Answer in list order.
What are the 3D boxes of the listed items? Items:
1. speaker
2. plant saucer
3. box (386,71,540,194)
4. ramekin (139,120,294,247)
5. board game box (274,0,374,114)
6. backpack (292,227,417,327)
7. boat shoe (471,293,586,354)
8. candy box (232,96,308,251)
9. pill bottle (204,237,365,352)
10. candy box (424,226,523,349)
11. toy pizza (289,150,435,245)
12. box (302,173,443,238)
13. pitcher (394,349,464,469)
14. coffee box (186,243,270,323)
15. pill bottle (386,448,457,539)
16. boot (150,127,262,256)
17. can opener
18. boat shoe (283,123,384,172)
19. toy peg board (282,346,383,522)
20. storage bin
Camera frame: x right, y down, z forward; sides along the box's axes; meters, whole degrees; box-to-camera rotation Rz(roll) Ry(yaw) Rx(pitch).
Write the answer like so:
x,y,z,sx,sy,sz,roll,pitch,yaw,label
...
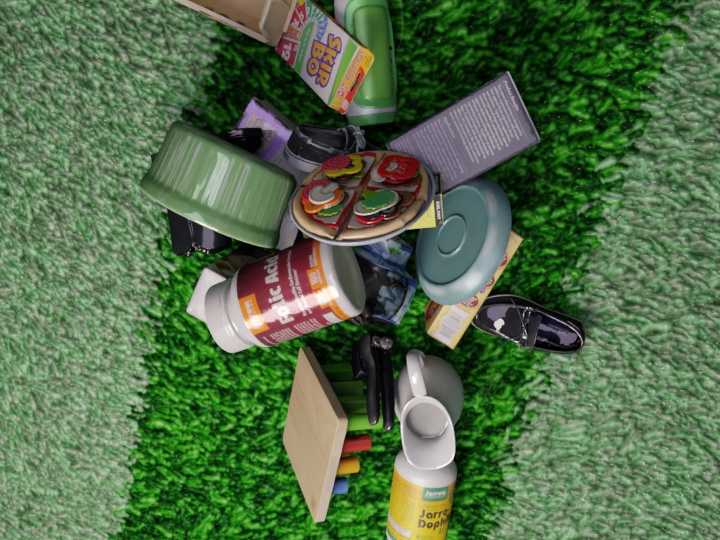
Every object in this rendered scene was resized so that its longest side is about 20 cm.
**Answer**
x,y,z,sx,sy,sz,roll,pitch,yaw,label
0.008,-0.329,0.976,0.086,0.089,0.206,-4,102,9,speaker
0.145,-0.049,0.969,0.027,0.201,0.203,19,109,-32,plant saucer
0.150,-0.195,0.952,0.196,0.149,0.109,-27,98,13,box
-0.183,-0.118,0.848,0.196,0.200,0.100,26,97,2,ramekin
-0.058,-0.326,0.951,0.201,0.030,0.097,50,119,32,board game box
0.000,0.000,0.986,0.180,0.199,0.150,25,88,27,backpack
0.275,0.090,1.042,0.194,0.062,0.077,15,106,6,boat shoe
-0.136,-0.149,1.043,0.199,0.072,0.169,39,105,-1,candy box
-0.101,0.033,0.846,0.196,0.114,0.117,-21,99,17,pill bottle
0.174,0.010,1.009,0.055,0.117,0.203,27,105,-4,candy box
0.000,-0.107,0.828,0.194,0.203,0.032,-4,132,9,toy pizza
0.017,-0.089,0.875,0.194,0.076,0.051,-4,121,10,box
0.104,0.190,1.017,0.118,0.200,0.177,-8,101,9,pitcher
-0.181,0.030,1.022,0.112,0.200,0.081,28,105,0,coffee box
0.108,0.376,1.102,0.109,0.113,0.206,8,103,6,pill bottle
-0.222,-0.118,0.986,0.195,0.076,0.173,-13,97,15,boot
0.030,0.176,1.035,0.062,0.202,0.080,13,123,-19,can opener
-0.021,-0.187,0.971,0.195,0.075,0.069,7,136,-30,boat shoe
-0.047,0.268,1.074,0.095,0.200,0.204,2,115,-24,toy peg board
-0.184,-0.474,0.951,0.196,0.094,0.203,27,105,11,storage bin
